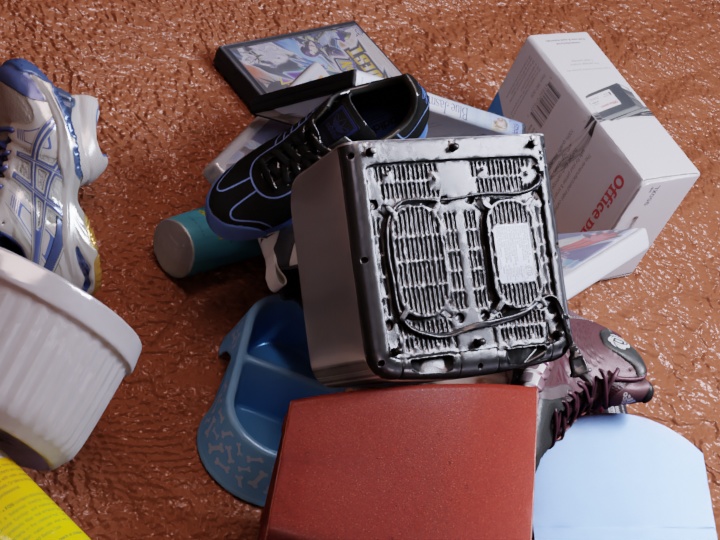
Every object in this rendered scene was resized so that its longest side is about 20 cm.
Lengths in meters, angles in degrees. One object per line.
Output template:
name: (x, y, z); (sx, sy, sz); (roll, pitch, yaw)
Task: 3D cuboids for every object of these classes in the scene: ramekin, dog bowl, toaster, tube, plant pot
ramekin: (-0.263, 0.059, 1.252); (0.199, 0.200, 0.106); (25, 72, -4)
dog bowl: (-0.062, 0.097, 1.433); (0.111, 0.050, 0.201); (21, 41, -8)
toaster: (0.057, 0.001, 1.342); (0.180, 0.118, 0.202); (-5, 84, -27)
tube: (-0.093, -0.041, 1.568); (0.199, 0.050, 0.078); (-20, 69, -47)
plant pot: (0.014, 0.198, 1.272); (0.175, 0.201, 0.201); (13, 41, -4)

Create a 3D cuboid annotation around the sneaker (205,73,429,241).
sneaker: (-0.036, -0.095, 1.405); (0.199, 0.078, 0.070); (-30, 72, -8)

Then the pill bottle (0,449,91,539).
pill bottle: (-0.244, 0.188, 1.195); (0.200, 0.105, 0.104); (42, 42, 16)

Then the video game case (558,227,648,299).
video game case: (0.127, 0.002, 1.546); (0.181, 0.023, 0.200); (-4, 13, 34)

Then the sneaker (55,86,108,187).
sneaker: (-0.299, -0.139, 1.533); (0.146, 0.081, 0.200); (-7, 47, -44)

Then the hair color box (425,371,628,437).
hair color box: (0.124, 0.112, 1.514); (0.198, 0.061, 0.100); (10, 43, -19)

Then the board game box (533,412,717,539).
board game box: (0.208, 0.216, 1.452); (0.157, 0.039, 0.201); (2, 62, -13)

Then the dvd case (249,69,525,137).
dvd case: (0.024, -0.130, 1.544); (0.199, 0.142, 0.018); (13, 76, -39)

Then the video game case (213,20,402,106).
video game case: (-0.017, -0.159, 1.743); (0.180, 0.026, 0.200); (-17, 58, -40)

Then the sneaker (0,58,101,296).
sneaker: (-0.266, -0.064, 1.407); (0.088, 0.075, 0.202); (-16, 94, -30)

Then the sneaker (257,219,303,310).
sneaker: (0.000, 0.000, 1.479); (0.198, 0.079, 0.131); (20, 54, -34)

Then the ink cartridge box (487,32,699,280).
ink cartridge box: (0.212, -0.108, 1.725); (0.084, 0.145, 0.201); (-9, 53, -36)

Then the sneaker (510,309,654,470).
sneaker: (0.179, 0.100, 1.440); (0.115, 0.076, 0.201); (17, 41, 1)

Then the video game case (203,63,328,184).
video game case: (-0.028, -0.070, 1.586); (0.182, 0.023, 0.200); (48, 41, -8)
